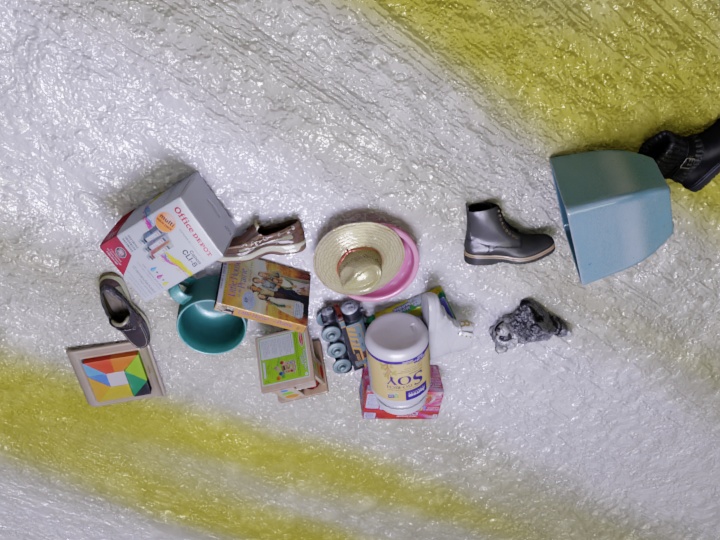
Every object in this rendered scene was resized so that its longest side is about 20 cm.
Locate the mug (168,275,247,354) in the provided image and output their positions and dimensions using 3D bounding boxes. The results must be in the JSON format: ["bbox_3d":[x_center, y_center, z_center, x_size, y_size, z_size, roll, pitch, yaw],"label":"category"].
[{"bbox_3d":[-0.321,0.076,1.509,0.149,0.115,0.187,-6,126,-1],"label":"mug"}]

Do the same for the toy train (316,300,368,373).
[{"bbox_3d":[-0.031,0.156,1.626,0.112,0.086,0.202,-19,128,-5],"label":"toy train"}]

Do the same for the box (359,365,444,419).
[{"bbox_3d":[0.100,0.303,1.736,0.197,0.096,0.101,2,127,-8],"label":"box"}]

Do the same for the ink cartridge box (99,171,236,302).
[{"bbox_3d":[-0.370,-0.068,1.365,0.198,0.145,0.146,-29,113,14],"label":"ink cartridge box"}]

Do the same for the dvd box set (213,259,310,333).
[{"bbox_3d":[-0.204,0.044,1.477,0.197,0.148,0.030,17,137,-17],"label":"dvd box set"}]

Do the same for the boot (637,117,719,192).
[{"bbox_3d":[0.673,-0.260,1.395,0.156,0.080,0.212,19,123,-19],"label":"boot"}]

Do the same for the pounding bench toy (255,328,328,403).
[{"bbox_3d":[-0.160,0.187,1.613,0.122,0.203,0.156,-13,159,7],"label":"pounding bench toy"}]

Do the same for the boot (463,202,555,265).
[{"bbox_3d":[0.319,-0.088,1.490,0.197,0.078,0.140,-9,122,-1],"label":"boot"}]

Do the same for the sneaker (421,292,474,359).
[{"bbox_3d":[0.200,0.115,1.575,0.114,0.074,0.202,-12,135,-2],"label":"sneaker"}]

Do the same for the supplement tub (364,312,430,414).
[{"bbox_3d":[0.087,0.213,1.581,0.143,0.146,0.202,-8,127,-1],"label":"supplement tub"}]

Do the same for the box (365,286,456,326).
[{"bbox_3d":[0.121,0.126,1.640,0.198,0.049,0.118,-22,125,12],"label":"box"}]

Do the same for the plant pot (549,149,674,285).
[{"bbox_3d":[0.506,-0.124,1.390,0.197,0.197,0.198,-15,127,14],"label":"plant pot"}]

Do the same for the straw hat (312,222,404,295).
[{"bbox_3d":[0.000,0.000,1.444,0.198,0.086,0.203,-3,127,-5],"label":"straw hat"}]

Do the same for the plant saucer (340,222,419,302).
[{"bbox_3d":[0.028,-0.024,1.515,0.197,0.051,0.203,-3,126,-5],"label":"plant saucer"}]

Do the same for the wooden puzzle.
[{"bbox_3d":[-0.579,0.251,1.657,0.197,0.037,0.187,-6,127,-2],"label":"wooden puzzle"}]

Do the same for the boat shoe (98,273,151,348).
[{"bbox_3d":[-0.525,0.102,1.533,0.072,0.065,0.202,-15,124,9],"label":"boat shoe"}]

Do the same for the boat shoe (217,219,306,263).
[{"bbox_3d":[-0.215,-0.070,1.447,0.199,0.075,0.076,-10,117,-9],"label":"boat shoe"}]

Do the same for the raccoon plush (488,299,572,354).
[{"bbox_3d":[0.406,0.162,1.676,0.199,0.098,0.134,30,126,-26],"label":"raccoon plush"}]
